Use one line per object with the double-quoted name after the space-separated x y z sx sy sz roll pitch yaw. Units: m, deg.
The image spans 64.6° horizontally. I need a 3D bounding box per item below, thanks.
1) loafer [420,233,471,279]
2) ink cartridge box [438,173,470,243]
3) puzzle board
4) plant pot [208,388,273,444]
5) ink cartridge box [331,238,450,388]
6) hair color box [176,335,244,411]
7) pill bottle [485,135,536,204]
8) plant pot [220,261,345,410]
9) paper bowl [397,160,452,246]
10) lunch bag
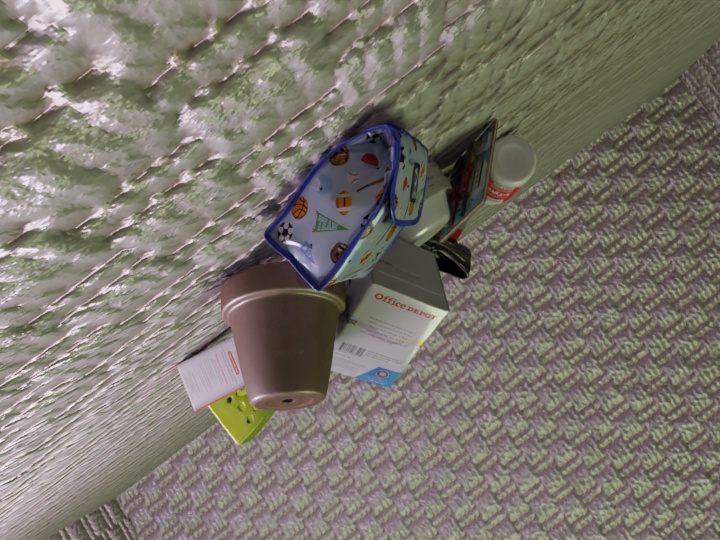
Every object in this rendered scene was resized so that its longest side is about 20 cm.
0.154 -0.032 1.181 0.196 0.065 0.072 14 147 -28 "loafer"
0.184 -0.092 1.267 0.177 0.083 0.201 -57 173 -26 "ink cartridge box"
0.200 -0.168 1.067 0.151 0.017 0.204 130 -21 -56 "puzzle board"
-0.284 0.296 1.453 0.181 0.201 0.199 -42 173 -6 "plant pot"
0.031 0.064 0.964 0.202 0.144 0.148 -56 -156 33 "ink cartridge box"
-0.256 0.189 1.144 0.196 0.104 0.061 -26 173 5 "hair color box"
0.327 -0.224 1.331 0.111 0.114 0.200 -34 172 -7 "pill bottle"
-0.109 0.107 0.848 0.194 0.179 0.201 -6 156 -3 "plant pot"
0.083 -0.097 1.037 0.198 0.106 0.201 -34 173 -5 "paper bowl"
0.005 -0.084 0.711 0.201 0.123 0.170 -52 169 15 "lunch bag"
